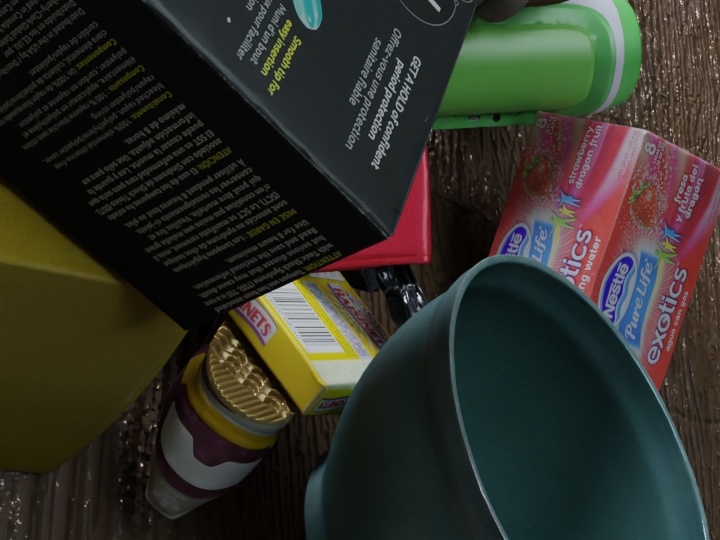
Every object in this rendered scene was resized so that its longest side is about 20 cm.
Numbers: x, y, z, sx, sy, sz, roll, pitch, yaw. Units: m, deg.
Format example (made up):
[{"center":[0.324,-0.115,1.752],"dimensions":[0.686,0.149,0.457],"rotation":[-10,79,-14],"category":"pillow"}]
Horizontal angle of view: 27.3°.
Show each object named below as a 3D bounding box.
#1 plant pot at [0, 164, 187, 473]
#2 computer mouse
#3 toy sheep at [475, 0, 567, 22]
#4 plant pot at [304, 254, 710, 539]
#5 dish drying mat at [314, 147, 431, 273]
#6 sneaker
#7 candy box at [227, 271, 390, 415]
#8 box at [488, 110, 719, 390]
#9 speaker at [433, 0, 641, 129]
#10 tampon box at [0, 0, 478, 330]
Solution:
[{"center":[-0.170,-0.035,0.649],"dimensions":[0.198,0.175,0.203],"rotation":[13,65,-42],"category":"plant pot"},{"center":[0.000,0.000,0.838],"dimensions":[0.034,0.200,0.059],"rotation":[-17,110,-10],"category":"computer mouse"},{"center":[0.061,-0.225,0.888],"dimensions":[0.198,0.138,0.139],"rotation":[28,52,-11],"category":"toy sheep"},{"center":[0.058,0.113,0.708],"dimensions":[0.200,0.133,0.202],"rotation":[35,39,-34],"category":"plant pot"},{"center":[-0.003,-0.102,0.771],"dimensions":[0.018,0.076,0.203],"rotation":[5,82,-74],"category":"dish drying mat"},{"center":[-0.065,0.061,0.805],"dimensions":[0.075,0.090,0.200],"rotation":[40,19,1],"category":"sneaker"},{"center":[-0.053,-0.005,0.793],"dimensions":[0.201,0.026,0.102],"rotation":[51,20,24],"category":"candy box"},{"center":[0.143,0.011,0.953],"dimensions":[0.094,0.102,0.203],"rotation":[19,90,-39],"category":"box"},{"center":[0.080,-0.140,0.970],"dimensions":[0.197,0.088,0.090],"rotation":[-5,74,-18],"category":"speaker"},{"center":[-0.074,-0.108,0.555],"dimensions":[0.200,0.125,0.151],"rotation":[43,47,-25],"category":"tampon box"}]
